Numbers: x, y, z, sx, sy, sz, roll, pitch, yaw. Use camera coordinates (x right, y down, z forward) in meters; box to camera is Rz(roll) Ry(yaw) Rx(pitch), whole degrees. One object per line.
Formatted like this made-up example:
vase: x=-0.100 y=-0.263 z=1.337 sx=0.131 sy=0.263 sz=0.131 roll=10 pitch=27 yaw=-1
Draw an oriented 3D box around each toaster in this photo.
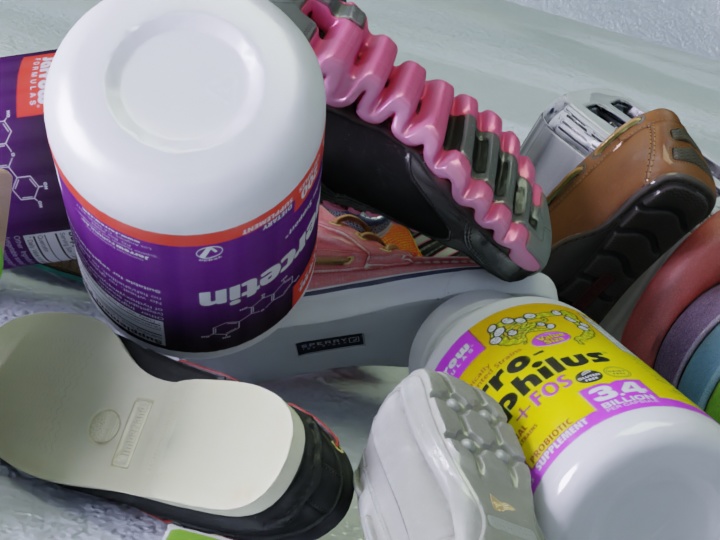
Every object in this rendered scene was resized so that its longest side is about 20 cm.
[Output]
toaster: x=0.155 y=-0.023 z=1.018 sx=0.200 sy=0.129 sz=0.113 roll=39 pitch=27 yaw=23

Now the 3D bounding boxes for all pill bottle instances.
pill bottle: x=0.088 y=0.076 z=0.749 sx=0.104 sy=0.105 sz=0.200 roll=6 pitch=16 yaw=-21
pill bottle: x=-0.189 y=-0.058 z=0.889 sx=0.199 sy=0.113 sz=0.112 roll=-8 pitch=16 yaw=2
pill bottle: x=-0.074 y=-0.033 z=0.741 sx=0.112 sy=0.113 sz=0.200 roll=13 pitch=-24 yaw=3

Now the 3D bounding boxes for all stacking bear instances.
stacking bear: x=0.236 y=0.076 z=0.859 sx=0.200 sy=0.114 sz=0.122 roll=44 pitch=-9 yaw=44

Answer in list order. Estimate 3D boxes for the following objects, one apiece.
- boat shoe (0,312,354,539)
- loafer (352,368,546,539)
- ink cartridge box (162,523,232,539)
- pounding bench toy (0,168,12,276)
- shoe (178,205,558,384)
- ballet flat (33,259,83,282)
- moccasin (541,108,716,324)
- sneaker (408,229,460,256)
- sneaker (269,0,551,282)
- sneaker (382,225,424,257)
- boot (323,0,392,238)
boat shoe: x=-0.092 y=0.070 z=0.718 sx=0.201 sy=0.074 sz=0.063 roll=13 pitch=-19 yaw=36
loafer: x=0.038 y=0.122 z=0.621 sx=0.070 sy=0.070 sz=0.200 roll=25 pitch=28 yaw=-24
ink cartridge box: x=-0.011 y=0.155 z=0.456 sx=0.147 sy=0.076 sz=0.200 roll=13 pitch=14 yaw=3
pounding bench toy: x=-0.220 y=0.004 z=0.713 sx=0.155 sy=0.125 sz=0.200 roll=15 pitch=16 yaw=17
shoe: x=0.000 y=0.000 z=0.877 sx=0.199 sy=0.072 sz=0.091 roll=-8 pitch=56 yaw=-3
ballet flat: x=-0.202 y=-0.045 z=1.001 sx=0.199 sy=0.073 sz=0.068 roll=16 pitch=26 yaw=12
moccasin: x=0.105 y=-0.011 z=0.919 sx=0.073 sy=0.201 sz=0.078 roll=19 pitch=39 yaw=-29
sneaker: x=0.054 y=-0.034 z=1.127 sx=0.199 sy=0.088 sz=0.074 roll=19 pitch=16 yaw=10
sneaker: x=0.006 y=-0.057 z=0.830 sx=0.200 sy=0.095 sz=0.079 roll=40 pitch=33 yaw=-8
sneaker: x=0.007 y=0.001 z=1.009 sx=0.077 sy=0.073 sz=0.200 roll=16 pitch=26 yaw=-1
boot: x=-0.026 y=-0.094 z=0.889 sx=0.090 sy=0.073 sz=0.200 roll=-7 pitch=-50 yaw=50
